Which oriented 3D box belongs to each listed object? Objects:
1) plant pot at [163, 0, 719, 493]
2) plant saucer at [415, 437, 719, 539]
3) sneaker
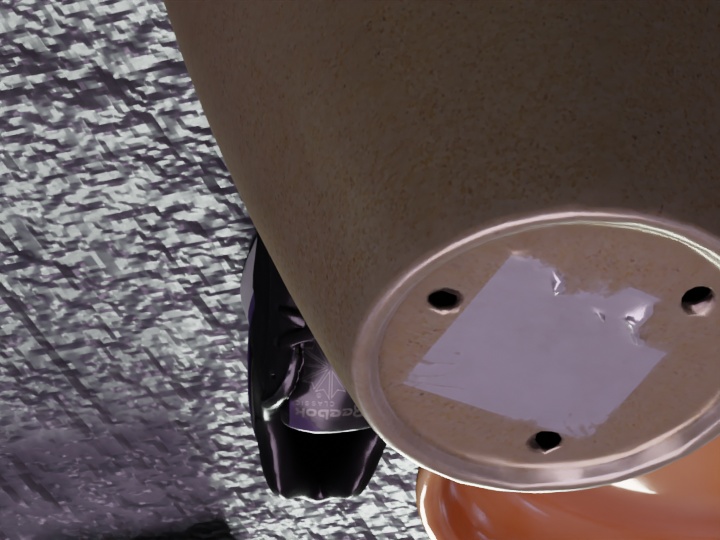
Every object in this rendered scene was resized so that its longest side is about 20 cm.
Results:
[{"bbox_3d":[0.036,-0.054,0.689,0.186,0.201,0.188,-3,138,-2],"label":"plant pot"},{"bbox_3d":[0.117,0.057,0.920,0.199,0.038,0.200,0,148,0],"label":"plant saucer"},{"bbox_3d":[0.000,0.000,0.892,0.075,0.088,0.200,2,145,-2],"label":"sneaker"}]
